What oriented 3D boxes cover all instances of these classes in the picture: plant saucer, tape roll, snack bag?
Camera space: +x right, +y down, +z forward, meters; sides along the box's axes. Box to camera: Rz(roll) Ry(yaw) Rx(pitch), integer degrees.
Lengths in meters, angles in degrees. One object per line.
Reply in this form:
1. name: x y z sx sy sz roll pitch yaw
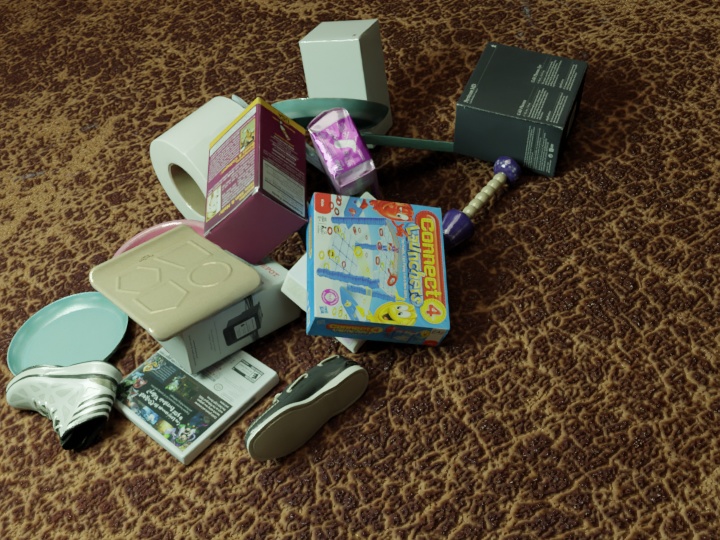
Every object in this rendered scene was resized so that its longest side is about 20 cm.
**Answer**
1. plant saucer: -0.317 -0.003 1.627 0.197 0.051 0.202 -10 39 8
2. tape roll: -0.241 -0.172 1.675 0.139 0.205 0.201 -39 45 -25
3. plant saucer: 0.079 -0.218 1.683 0.197 0.019 0.070 3 9 -27
4. plant saucer: -0.458 0.112 1.560 0.197 0.028 0.202 -10 40 8
5. plant saucer: -0.051 -0.257 1.643 0.196 0.028 0.200 1 -1 0
6. snack bag: -0.124 -0.233 1.730 0.022 0.199 0.189 -52 44 7

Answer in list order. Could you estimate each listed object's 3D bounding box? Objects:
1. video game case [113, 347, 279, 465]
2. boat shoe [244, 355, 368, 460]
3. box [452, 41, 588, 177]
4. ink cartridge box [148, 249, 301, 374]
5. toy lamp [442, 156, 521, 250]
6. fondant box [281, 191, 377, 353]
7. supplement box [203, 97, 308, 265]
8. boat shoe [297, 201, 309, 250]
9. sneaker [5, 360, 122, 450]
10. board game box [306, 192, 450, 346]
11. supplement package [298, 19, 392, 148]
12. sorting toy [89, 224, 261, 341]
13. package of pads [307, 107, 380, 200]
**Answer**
1. video game case: -0.244 0.170 1.427 0.199 0.024 0.181 27 55 38
2. boat shoe: -0.080 0.179 1.322 0.199 0.075 0.060 -35 43 -25
3. box: 0.271 -0.277 1.674 0.179 0.105 0.201 16 48 15
4. ink cartridge box: -0.210 0.049 1.477 0.198 0.084 0.145 -28 39 -29
5. toy lamp: 0.187 -0.106 1.570 0.058 0.059 0.200 19 52 35
6. fondant box: 0.000 0.000 1.458 0.144 0.058 0.200 39 59 6
7. supplement box: -0.156 -0.135 1.481 0.130 0.103 0.202 -35 41 32
8. boat shoe: -0.101 -0.081 1.589 0.062 0.075 0.201 -37 78 -3
9. sneaker: -0.441 0.200 1.418 0.198 0.076 0.117 -12 51 23
10. board game box: 0.022 -0.002 1.399 0.192 0.056 0.203 5 61 -14
11. supplement package: -0.023 -0.334 1.775 0.115 0.203 0.118 3 30 22
12. sorting toy: -0.269 0.018 1.432 0.184 0.037 0.199 -30 44 -30
13. package of pads: -0.022 -0.168 1.580 0.075 0.200 0.122 -27 77 -1
